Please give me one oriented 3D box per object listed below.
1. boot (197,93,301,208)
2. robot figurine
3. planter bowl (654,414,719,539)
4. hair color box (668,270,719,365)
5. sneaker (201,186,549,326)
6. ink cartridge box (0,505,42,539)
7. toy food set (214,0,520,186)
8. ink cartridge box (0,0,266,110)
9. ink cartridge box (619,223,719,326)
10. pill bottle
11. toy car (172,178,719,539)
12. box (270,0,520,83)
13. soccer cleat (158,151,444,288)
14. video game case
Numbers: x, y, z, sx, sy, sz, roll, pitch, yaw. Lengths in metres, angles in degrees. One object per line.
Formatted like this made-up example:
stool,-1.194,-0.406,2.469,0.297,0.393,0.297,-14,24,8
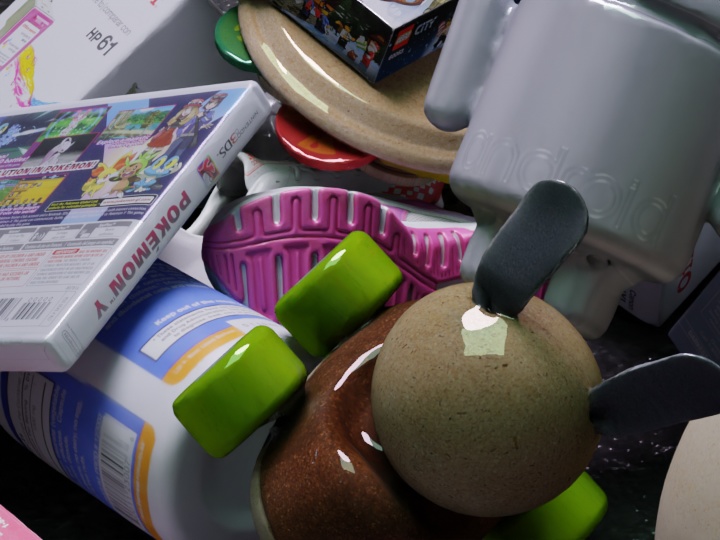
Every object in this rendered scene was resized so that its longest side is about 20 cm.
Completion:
boot,-0.018,-0.070,1.296,0.199,0.074,0.096,-1,54,-2
robot figurine,0.112,-0.072,0.982,0.169,0.201,0.113,22,-1,14
planter bowl,0.213,0.086,0.904,0.199,0.135,0.200,-6,31,4
hair color box,0.227,-0.011,1.000,0.099,0.200,0.061,-23,69,-28
sneaker,0.000,0.000,1.124,0.199,0.082,0.088,10,2,-36
ink cartridge box,-0.200,0.182,0.885,0.200,0.083,0.146,-26,36,-29
toy food set,0.023,-0.113,1.181,0.199,0.049,0.198,17,41,-7
ink cartridge box,-0.162,-0.090,1.248,0.200,0.085,0.145,-43,37,-2
ink cartridge box,0.182,-0.093,1.142,0.083,0.146,0.200,34,61,24
pill bottle,-0.107,0.051,1.056,0.112,0.112,0.200,-28,36,-31
toy car,0.054,0.045,0.891,0.200,0.164,0.158,-41,3,45
box,0.023,-0.184,1.190,0.136,0.038,0.200,40,44,18
soccer cleat,-0.034,-0.033,1.194,0.200,0.085,0.069,-31,16,-30
video game case,-0.161,-0.020,1.062,0.199,0.023,0.182,-3,40,41
